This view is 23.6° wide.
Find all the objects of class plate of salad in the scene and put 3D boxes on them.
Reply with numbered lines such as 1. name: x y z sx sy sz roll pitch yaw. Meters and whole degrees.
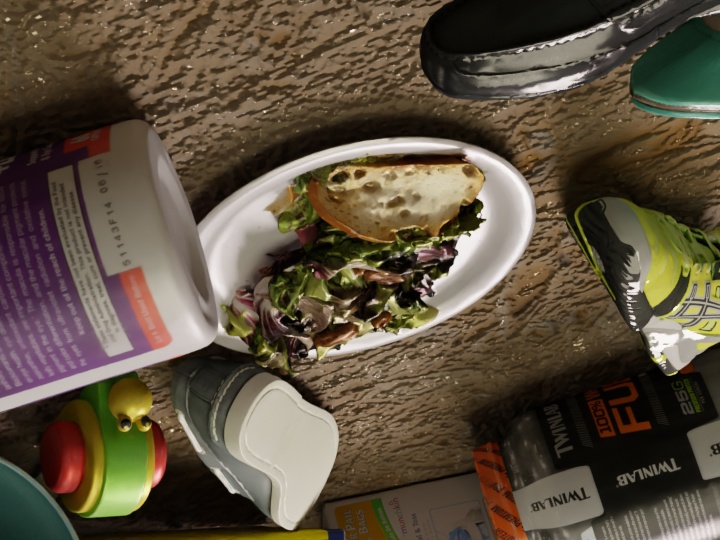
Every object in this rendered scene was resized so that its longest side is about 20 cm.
1. plate of salad: 0.000 0.000 0.917 0.200 0.048 0.200 -12 148 -8

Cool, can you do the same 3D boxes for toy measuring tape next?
1. toy measuring tape: -0.165 0.130 1.022 0.074 0.074 0.200 5 142 -30

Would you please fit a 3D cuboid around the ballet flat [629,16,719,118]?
1. ballet flat: 0.222 -0.115 0.837 0.200 0.067 0.070 -4 122 -19

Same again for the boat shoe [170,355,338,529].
1. boat shoe: -0.063 0.102 1.053 0.062 0.073 0.200 23 163 20

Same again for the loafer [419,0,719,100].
1. loafer: 0.118 -0.134 0.751 0.200 0.068 0.070 -21 140 -2

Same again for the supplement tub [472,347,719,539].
1. supplement tub: 0.182 0.132 1.129 0.200 0.123 0.123 -19 148 3

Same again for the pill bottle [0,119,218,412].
1. pill bottle: -0.176 0.011 0.795 0.200 0.112 0.111 -17 148 2

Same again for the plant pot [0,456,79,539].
1. plant pot: -0.268 0.192 0.989 0.200 0.200 0.135 -1 179 -23

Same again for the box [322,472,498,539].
1. box: 0.077 0.214 1.228 0.200 0.101 0.113 -10 147 -9

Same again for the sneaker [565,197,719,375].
1. sneaker: 0.174 -0.005 0.975 0.076 0.075 0.200 -31 156 10

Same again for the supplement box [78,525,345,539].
1. supplement box: -0.119 0.223 1.103 0.200 0.109 0.109 2 173 -33
